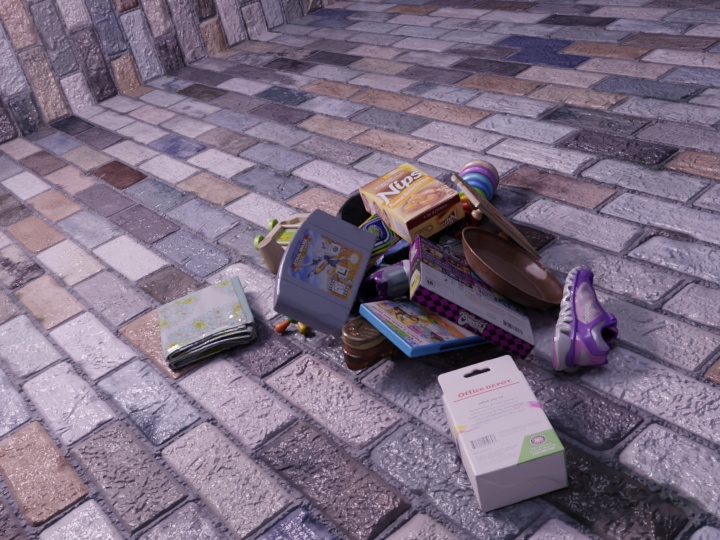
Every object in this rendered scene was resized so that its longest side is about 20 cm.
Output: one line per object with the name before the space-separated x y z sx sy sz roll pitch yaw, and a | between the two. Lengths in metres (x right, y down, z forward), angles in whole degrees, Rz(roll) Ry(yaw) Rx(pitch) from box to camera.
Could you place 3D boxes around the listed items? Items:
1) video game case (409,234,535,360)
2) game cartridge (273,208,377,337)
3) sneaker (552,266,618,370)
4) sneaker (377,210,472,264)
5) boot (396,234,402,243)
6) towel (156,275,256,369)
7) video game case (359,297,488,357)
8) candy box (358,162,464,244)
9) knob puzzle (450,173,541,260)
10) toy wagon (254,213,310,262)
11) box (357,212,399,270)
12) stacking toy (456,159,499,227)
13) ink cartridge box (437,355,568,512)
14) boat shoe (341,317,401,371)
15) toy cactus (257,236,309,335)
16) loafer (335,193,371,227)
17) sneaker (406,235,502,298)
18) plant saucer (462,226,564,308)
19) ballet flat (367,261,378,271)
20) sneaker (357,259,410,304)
video game case | 0.166 0.036 1.244 0.199 0.036 0.182 27 24 -11
game cartridge | -0.060 -0.003 1.297 0.132 0.042 0.201 26 55 -9
sneaker | 0.339 0.074 1.207 0.087 0.081 0.201 4 40 18
sneaker | 0.113 -0.050 1.501 0.199 0.076 0.078 -30 31 -14
boot | 0.104 -0.110 1.620 0.137 0.078 0.201 -11 31 -3
towel | -0.284 0.090 1.482 0.169 0.049 0.200 -19 30 -8
video game case | 0.117 0.080 1.262 0.198 0.018 0.143 -6 29 -33
candy box | 0.092 -0.127 1.506 0.115 0.056 0.200 -29 33 -13
knob puzzle | 0.225 -0.105 1.466 0.030 0.219 0.220 -47 28 13
toy wagon | -0.142 -0.059 1.677 0.154 0.040 0.200 0 34 25
box | -0.025 -0.010 1.380 0.200 0.064 0.070 -44 0 -34
stacking toy | 0.216 -0.135 1.607 0.084 0.086 0.201 0 38 24
ink cartridge box | 0.179 0.205 1.060 0.116 0.068 0.201 -16 31 -1
boat shoe | 0.043 0.102 1.292 0.072 0.068 0.199 24 29 36
toy cactus | -0.130 0.017 1.431 0.102 0.166 0.201 -25 24 19
loafer | -0.032 -0.072 1.589 0.072 0.073 0.201 -46 9 49
sneaker | 0.142 -0.002 1.413 0.198 0.077 0.114 -22 27 -25
plant saucer | 0.241 0.002 1.316 0.199 0.037 0.201 26 24 -13
ballet flat | 0.000 0.000 1.489 0.069 0.070 0.200 7 28 33
sneaker | 0.019 0.027 1.347 0.087 0.075 0.200 -15 -7 -25
